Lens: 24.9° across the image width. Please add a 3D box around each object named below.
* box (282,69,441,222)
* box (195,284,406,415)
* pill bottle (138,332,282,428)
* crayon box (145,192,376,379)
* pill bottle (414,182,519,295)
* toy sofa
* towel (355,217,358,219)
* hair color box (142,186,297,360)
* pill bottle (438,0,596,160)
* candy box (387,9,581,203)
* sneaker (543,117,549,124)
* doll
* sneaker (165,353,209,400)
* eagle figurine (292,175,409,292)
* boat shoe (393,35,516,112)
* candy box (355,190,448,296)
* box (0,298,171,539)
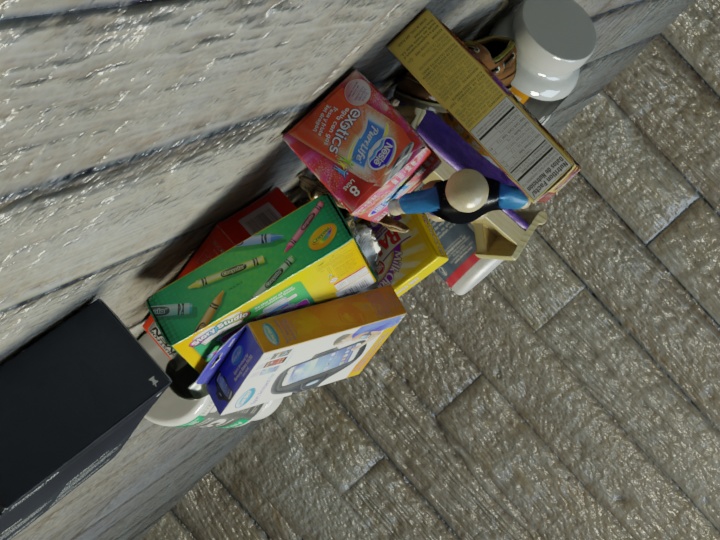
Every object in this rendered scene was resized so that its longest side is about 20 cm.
[{"bbox_3d":[0.006,-0.114,1.555,0.095,0.100,0.200,-43,175,5],"label":"box"},{"bbox_3d":[-0.062,0.080,1.593,0.200,0.042,0.119,-17,155,-37],"label":"box"},{"bbox_3d":[-0.169,0.122,1.852,0.113,0.113,0.200,-44,159,15],"label":"pill bottle"},{"bbox_3d":[-0.091,0.018,1.555,0.200,0.058,0.119,-30,157,0],"label":"crayon box"},{"bbox_3d":[0.091,-0.082,1.878,0.120,0.200,0.120,-41,174,-5],"label":"pill bottle"},{"bbox_3d":[0.105,-0.105,1.744,0.098,0.200,0.083,-56,-157,-14],"label":"toy sofa"},{"bbox_3d":[-0.073,-0.021,1.884,0.200,0.024,0.145,-43,-165,8],"label":"towel"},{"bbox_3d":[-0.139,0.008,1.681,0.101,0.061,0.200,-35,170,-44],"label":"hair color box"},{"bbox_3d":[0.178,-0.221,1.859,0.116,0.116,0.200,-38,173,-37],"label":"pill bottle"},{"bbox_3d":[0.120,-0.152,1.537,0.056,0.200,0.117,-42,175,9],"label":"candy box"},{"bbox_3d":[0.164,-0.208,2.042,0.078,0.100,0.200,22,141,-37],"label":"sneaker"},{"bbox_3d":[0.093,-0.068,1.557,0.136,0.049,0.200,-3,-179,-1],"label":"doll"},{"bbox_3d":[-0.106,0.063,1.670,0.200,0.074,0.089,-31,172,1],"label":"sneaker"},{"bbox_3d":[-0.048,-0.012,1.761,0.151,0.152,0.200,-6,134,-28],"label":"eagle figurine"},{"bbox_3d":[0.100,-0.211,1.705,0.200,0.072,0.068,-23,134,-58],"label":"boat shoe"},{"bbox_3d":[0.000,0.000,1.833,0.200,0.102,0.026,-38,156,24],"label":"candy box"},{"bbox_3d":[-0.293,0.149,1.450,0.200,0.104,0.182,-38,174,-38],"label":"box"}]
